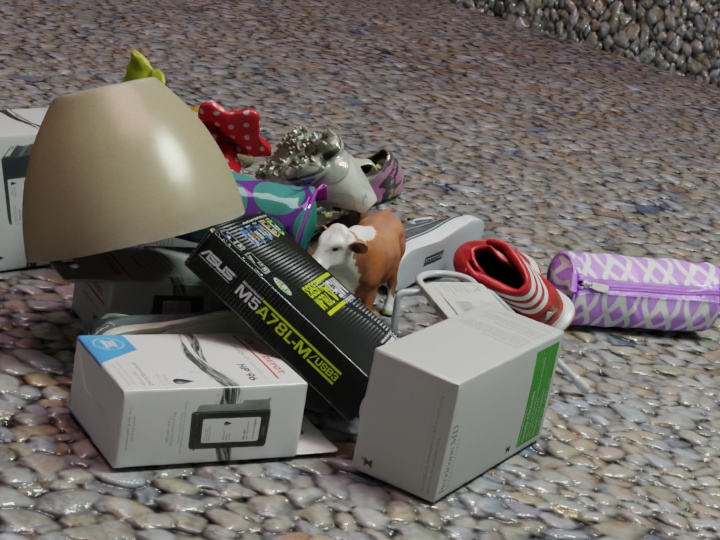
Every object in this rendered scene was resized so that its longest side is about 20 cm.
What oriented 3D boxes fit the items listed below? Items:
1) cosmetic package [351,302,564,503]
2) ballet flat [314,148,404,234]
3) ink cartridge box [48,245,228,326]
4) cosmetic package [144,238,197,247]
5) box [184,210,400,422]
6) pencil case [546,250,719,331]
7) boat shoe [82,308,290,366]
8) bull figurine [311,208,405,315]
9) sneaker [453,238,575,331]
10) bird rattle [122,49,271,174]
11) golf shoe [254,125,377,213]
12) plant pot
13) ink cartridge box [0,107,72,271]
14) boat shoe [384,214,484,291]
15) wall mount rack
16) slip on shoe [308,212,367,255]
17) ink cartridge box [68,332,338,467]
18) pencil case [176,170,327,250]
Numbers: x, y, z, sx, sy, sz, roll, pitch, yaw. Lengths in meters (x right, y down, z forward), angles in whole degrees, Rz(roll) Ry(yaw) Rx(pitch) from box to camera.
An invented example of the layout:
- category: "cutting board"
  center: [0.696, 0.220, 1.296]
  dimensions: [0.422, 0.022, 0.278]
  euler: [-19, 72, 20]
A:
- category: "cosmetic package"
  center: [0.083, 0.105, 1.340]
  dimensions: [0.084, 0.109, 0.199]
  euler: [20, 21, 26]
- category: "ballet flat"
  center: [-0.046, -0.080, 1.772]
  dimensions: [0.198, 0.072, 0.069]
  euler: [-25, 33, -7]
- category: "ink cartridge box"
  center: [-0.197, 0.024, 1.507]
  dimensions: [0.198, 0.068, 0.116]
  euler: [1, 18, -26]
- category: "cosmetic package"
  center: [-0.162, -0.042, 1.684]
  dimensions: [0.197, 0.086, 0.108]
  euler: [10, 13, 2]
- category: "box"
  center: [-0.049, 0.034, 1.404]
  dimensions: [0.193, 0.048, 0.200]
  euler: [41, 11, 4]
- category: "pencil case"
  center: [0.297, 0.022, 1.757]
  dimensions: [0.197, 0.085, 0.085]
  euler: [2, -16, -18]
- category: "boat shoe"
  center: [-0.148, 0.061, 1.409]
  dimensions: [0.198, 0.074, 0.062]
  euler: [-2, 21, -30]
- category: "bull figurine"
  center: [0.000, 0.000, 1.601]
  dimensions: [0.064, 0.123, 0.200]
  euler: [14, 17, 17]
- category: "sneaker"
  center: [0.142, -0.010, 1.705]
  dimensions: [0.116, 0.078, 0.200]
  euler: [48, -9, -35]
- category: "bird rattle"
  center: [-0.170, -0.154, 1.713]
  dimensions: [0.198, 0.114, 0.163]
  euler: [15, -4, 23]
- category: "golf shoe"
  center: [-0.046, -0.092, 1.667]
  dimensions: [0.097, 0.078, 0.200]
  euler: [43, -5, -19]
- category: "plant pot"
  center: [-0.212, -0.096, 1.426]
  dimensions: [0.198, 0.136, 0.200]
  euler: [-12, 6, 1]
- category: "ink cartridge box"
  center: [-0.358, -0.081, 1.620]
  dimensions: [0.084, 0.146, 0.199]
  euler: [25, 23, 38]
- category: "boat shoe"
  center: [0.067, -0.031, 1.819]
  dimensions: [0.067, 0.072, 0.199]
  euler: [33, 33, 25]
- category: "wall mount rack"
  center: [0.126, 0.063, 1.568]
  dimensions: [0.171, 0.076, 0.200]
  euler: [1, 19, -14]
- category: "slip on shoe"
  center: [-0.026, -0.042, 1.824]
  dimensions: [0.075, 0.061, 0.200]
  euler: [12, 17, 8]
- category: "ink cartridge box"
  center: [-0.122, 0.101, 1.304]
  dimensions: [0.198, 0.069, 0.116]
  euler: [0, 20, -30]
- category: "pencil case"
  center: [-0.139, -0.067, 1.566]
  dimensions: [0.198, 0.086, 0.093]
  euler: [17, 55, 9]
